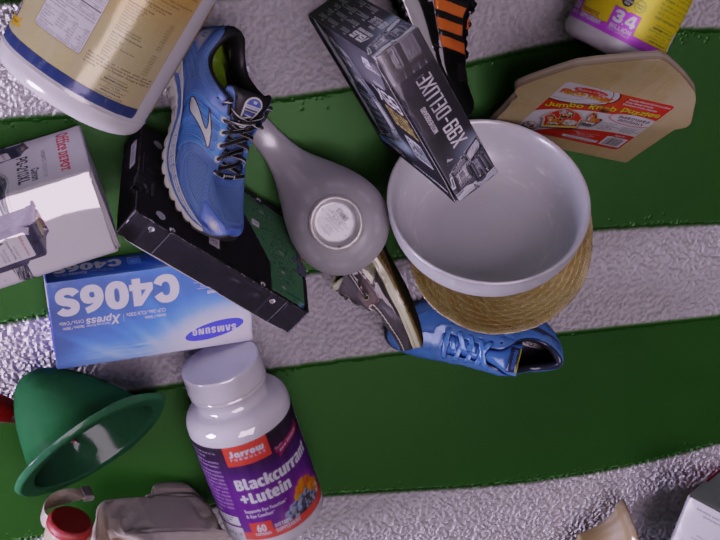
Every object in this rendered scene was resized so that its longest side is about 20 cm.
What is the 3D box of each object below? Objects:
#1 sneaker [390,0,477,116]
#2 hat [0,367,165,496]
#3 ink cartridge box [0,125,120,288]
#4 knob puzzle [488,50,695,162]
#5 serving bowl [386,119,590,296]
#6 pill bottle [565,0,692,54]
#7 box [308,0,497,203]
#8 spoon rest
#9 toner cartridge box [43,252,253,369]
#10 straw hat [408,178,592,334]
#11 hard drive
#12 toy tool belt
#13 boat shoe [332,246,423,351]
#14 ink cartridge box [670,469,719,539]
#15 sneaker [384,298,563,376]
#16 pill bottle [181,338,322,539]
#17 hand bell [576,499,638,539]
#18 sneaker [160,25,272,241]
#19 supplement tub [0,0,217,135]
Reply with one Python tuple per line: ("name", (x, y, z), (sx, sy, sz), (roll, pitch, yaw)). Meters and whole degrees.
("sneaker", (0.086, -0.243, 1.259), (0.089, 0.070, 0.201), (-27, 116, -1))
("hat", (-0.319, 0.109, 1.308), (0.166, 0.177, 0.199), (-44, 164, 23))
("ink cartridge box", (-0.327, -0.047, 1.174), (0.198, 0.145, 0.085), (-18, 116, -9))
("knob puzzle", (0.241, -0.174, 1.295), (0.217, 0.220, 0.031), (10, 68, -20))
("serving bowl", (0.123, -0.052, 1.286), (0.198, 0.202, 0.066), (-14, 148, -11))
("pill bottle", (0.286, -0.303, 1.275), (0.103, 0.104, 0.202), (19, 105, -23))
("box", (0.036, -0.165, 1.204), (0.050, 0.200, 0.158), (-35, 119, -4))
("spoon rest", (-0.053, -0.085, 1.270), (0.099, 0.061, 0.200), (-40, 97, 4))
("toner cartridge box", (-0.209, 0.033, 1.304), (0.198, 0.043, 0.096), (-9, 116, -14))
("straw hat", (0.149, -0.016, 1.362), (0.200, 0.202, 0.085), (-28, 159, -3))
("hard drive", (-0.138, -0.039, 1.237), (0.199, 0.141, 0.038), (31, 121, -29))
("toy tool belt", (-0.244, 0.301, 1.360), (0.198, 0.125, 0.124), (3, 121, -37))
("boat shoe", (0.000, 0.000, 1.340), (0.065, 0.072, 0.202), (-25, 109, 7))
("ink cartridge box", (0.415, 0.356, 1.576), (0.145, 0.083, 0.202), (-14, 125, -58))
("sneaker", (0.126, 0.076, 1.407), (0.198, 0.079, 0.067), (6, 113, -18))
("pill bottle", (-0.115, 0.176, 1.356), (0.110, 0.112, 0.202), (-21, 117, -7))
("hand bell", (0.236, 0.353, 1.569), (0.198, 0.104, 0.105), (-18, 117, 4))
("sneaker", (-0.128, -0.128, 1.184), (0.078, 0.088, 0.203), (1, 81, -53))
("supplement tub", (-0.206, -0.235, 1.131), (0.144, 0.145, 0.201), (28, 102, -25))
